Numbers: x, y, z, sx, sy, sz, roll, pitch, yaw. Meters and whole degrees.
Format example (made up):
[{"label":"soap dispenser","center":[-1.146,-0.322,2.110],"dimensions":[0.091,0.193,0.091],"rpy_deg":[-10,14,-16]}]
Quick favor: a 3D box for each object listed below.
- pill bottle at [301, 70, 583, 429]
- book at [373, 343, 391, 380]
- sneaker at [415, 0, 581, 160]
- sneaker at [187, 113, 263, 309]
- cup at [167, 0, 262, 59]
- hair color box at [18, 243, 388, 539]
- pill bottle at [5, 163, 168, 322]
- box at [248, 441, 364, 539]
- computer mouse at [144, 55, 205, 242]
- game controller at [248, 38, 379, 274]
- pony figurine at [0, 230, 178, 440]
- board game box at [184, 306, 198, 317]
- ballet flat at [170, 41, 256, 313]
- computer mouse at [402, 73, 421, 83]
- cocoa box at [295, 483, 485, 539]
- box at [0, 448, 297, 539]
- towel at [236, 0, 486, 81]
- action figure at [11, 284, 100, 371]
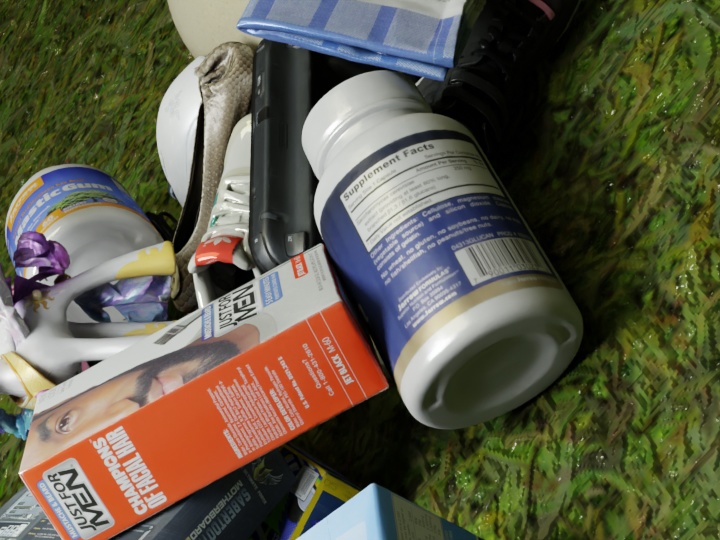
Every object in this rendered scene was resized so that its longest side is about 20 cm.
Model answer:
[{"label":"pill bottle","center":[0.038,-0.019,0.810],"dimensions":[0.111,0.110,0.201],"rpy_deg":[-43,54,23]},{"label":"book","center":[0.000,0.000,0.962],"dimensions":[0.199,0.048,0.135],"rpy_deg":[8,69,55]},{"label":"sneaker","center":[0.090,-0.135,0.906],"dimensions":[0.201,0.070,0.100],"rpy_deg":[-52,16,23]},{"label":"sneaker","center":[-0.070,-0.021,0.909],"dimensions":[0.069,0.093,0.203],"rpy_deg":[-6,72,20]},{"label":"cup","center":[-0.034,-0.223,1.022],"dimensions":[0.202,0.199,0.143],"rpy_deg":[-60,21,-3]},{"label":"hair color box","center":[-0.090,0.069,0.796],"dimensions":[0.198,0.064,0.111],"rpy_deg":[-29,19,2]},{"label":"pill bottle","center":[-0.223,-0.021,1.107],"dimensions":[0.113,0.111,0.200],"rpy_deg":[-56,28,4]},{"label":"box","center":[-0.060,0.140,0.903],"dimensions":[0.065,0.070,0.199],"rpy_deg":[-60,32,-5]},{"label":"computer mouse","center":[-0.140,-0.076,1.087],"dimensions":[0.110,0.043,0.202],"rpy_deg":[54,145,39]},{"label":"game controller","center":[-0.023,-0.071,0.917],"dimensions":[0.042,0.103,0.202],"rpy_deg":[-36,43,42]},{"label":"pony figurine","center":[-0.216,0.036,0.922],"dimensions":[0.194,0.197,0.168],"rpy_deg":[-116,22,-47]},{"label":"board game box","center":[-0.116,0.046,1.006],"dimensions":[0.201,0.019,0.103],"rpy_deg":[-57,13,-6]},{"label":"ballet flat","center":[-0.114,-0.067,1.002],"dimensions":[0.067,0.046,0.203],"rpy_deg":[44,122,58]},{"label":"computer mouse","center":[0.034,-0.129,1.040],"dimensions":[0.200,0.034,0.059],"rpy_deg":[-38,54,38]},{"label":"cocoa box","center":[-0.009,0.229,0.703],"dimensions":[0.200,0.131,0.134],"rpy_deg":[-40,37,28]},{"label":"box","center":[-0.154,0.160,0.835],"dimensions":[0.199,0.051,0.158],"rpy_deg":[-8,30,46]},{"label":"towel","center":[0.019,-0.209,0.891],"dimensions":[0.145,0.024,0.202],"rpy_deg":[14,54,11]},{"label":"action figure","center":[-0.271,0.059,1.172],"dimensions":[0.200,0.133,0.150],"rpy_deg":[39,128,34]}]
